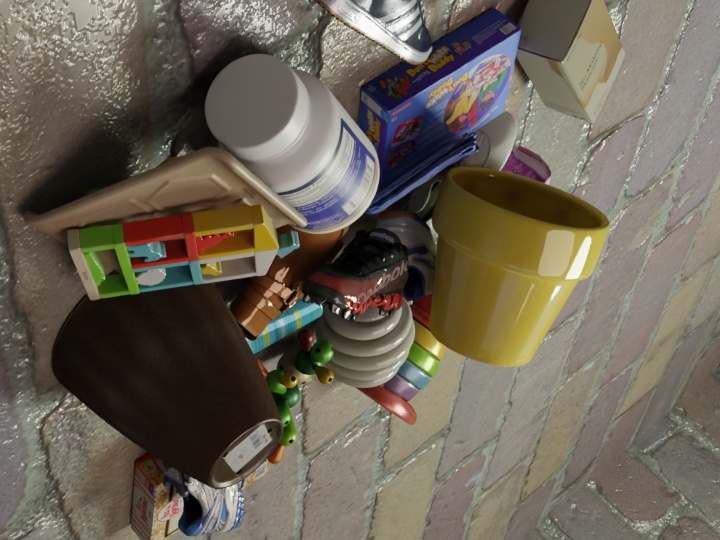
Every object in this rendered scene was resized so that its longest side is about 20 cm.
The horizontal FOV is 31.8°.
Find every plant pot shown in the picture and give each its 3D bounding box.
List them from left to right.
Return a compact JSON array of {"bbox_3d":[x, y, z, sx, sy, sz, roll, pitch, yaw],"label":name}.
[{"bbox_3d":[-0.174,0.115,1.265,0.187,0.200,0.187,-36,153,-22],"label":"plant pot"},{"bbox_3d":[0.168,0.001,1.476,0.200,0.200,0.190,-9,120,-53],"label":"plant pot"}]

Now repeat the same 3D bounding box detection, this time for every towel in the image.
[{"bbox_3d":[0.067,-0.102,1.421,0.144,0.024,0.200,-34,180,2],"label":"towel"}]

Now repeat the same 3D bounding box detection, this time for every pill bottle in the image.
[{"bbox_3d":[-0.065,-0.119,1.185,0.120,0.120,0.200,-47,155,0],"label":"pill bottle"}]

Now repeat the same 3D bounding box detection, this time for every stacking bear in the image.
[{"bbox_3d":[0.074,0.095,1.756,0.201,0.121,0.114,-56,163,-3],"label":"stacking bear"}]

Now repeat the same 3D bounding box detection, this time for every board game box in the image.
[{"bbox_3d":[-0.197,0.253,1.618,0.199,0.046,0.152,-29,150,-34],"label":"board game box"},{"bbox_3d":[0.086,-0.189,1.410,0.200,0.045,0.135,-34,153,-25],"label":"board game box"}]

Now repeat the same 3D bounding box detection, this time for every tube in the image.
[{"bbox_3d":[-0.138,0.076,1.459,0.199,0.050,0.078,-30,136,-23],"label":"tube"}]

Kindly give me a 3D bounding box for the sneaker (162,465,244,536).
[{"bbox_3d":[-0.190,0.227,1.494,0.085,0.077,0.201,-16,109,-33],"label":"sneaker"}]

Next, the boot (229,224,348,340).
[{"bbox_3d":[-0.086,-0.006,1.361,0.155,0.074,0.200,-48,160,-14],"label":"boot"}]

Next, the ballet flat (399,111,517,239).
[{"bbox_3d":[0.115,-0.116,1.554,0.200,0.069,0.069,-51,155,16],"label":"ballet flat"}]

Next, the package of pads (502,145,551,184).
[{"bbox_3d":[0.189,-0.064,1.729,0.120,0.076,0.201,-37,154,-26],"label":"package of pads"}]

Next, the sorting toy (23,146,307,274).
[{"bbox_3d":[-0.169,-0.052,1.124,0.199,0.037,0.185,-16,160,15],"label":"sorting toy"}]

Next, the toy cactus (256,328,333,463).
[{"bbox_3d":[-0.097,0.138,1.542,0.165,0.102,0.201,-71,-172,-61],"label":"toy cactus"}]

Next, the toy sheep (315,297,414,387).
[{"bbox_3d":[0.007,0.069,1.582,0.138,0.138,0.201,-33,139,-26],"label":"toy sheep"}]

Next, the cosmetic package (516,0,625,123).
[{"bbox_3d":[0.249,-0.263,1.502,0.106,0.071,0.200,-65,156,-3],"label":"cosmetic package"}]

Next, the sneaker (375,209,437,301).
[{"bbox_3d":[0.076,0.004,1.560,0.200,0.075,0.089,34,60,-43],"label":"sneaker"}]

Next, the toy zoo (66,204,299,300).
[{"bbox_3d":[-0.154,-0.017,1.141,0.199,0.021,0.131,-9,160,-6],"label":"toy zoo"}]

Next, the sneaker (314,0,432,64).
[{"bbox_3d":[0.037,-0.267,1.186,0.109,0.070,0.200,-51,152,14],"label":"sneaker"}]

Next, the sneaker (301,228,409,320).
[{"bbox_3d":[0.000,0.000,1.389,0.200,0.071,0.098,-4,115,-65],"label":"sneaker"}]
